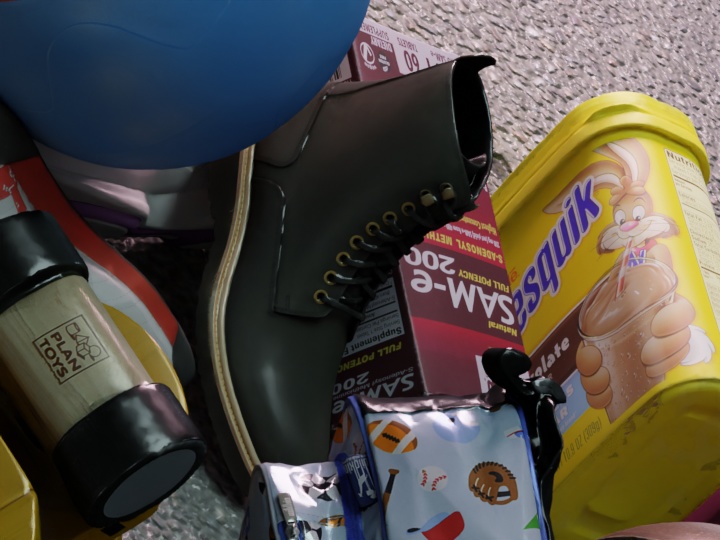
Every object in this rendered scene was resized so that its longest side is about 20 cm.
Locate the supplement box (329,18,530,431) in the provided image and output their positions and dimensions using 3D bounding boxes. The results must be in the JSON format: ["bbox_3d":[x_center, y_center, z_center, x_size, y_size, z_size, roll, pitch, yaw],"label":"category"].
[{"bbox_3d":[0.019,-0.017,1.441,0.109,0.061,0.201,15,58,-55],"label":"supplement box"}]

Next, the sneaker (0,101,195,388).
[{"bbox_3d":[-0.158,0.018,1.279,0.067,0.108,0.202,19,-27,43],"label":"sneaker"}]

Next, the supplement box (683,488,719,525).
[{"bbox_3d":[0.254,0.173,1.497,0.200,0.103,0.131,37,32,-6],"label":"supplement box"}]

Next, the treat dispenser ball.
[{"bbox_3d":[-0.092,-0.145,1.266,0.200,0.201,0.201,28,33,-20],"label":"treat dispenser ball"}]

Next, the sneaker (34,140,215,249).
[{"bbox_3d":[-0.111,-0.063,1.391,0.199,0.074,0.100,4,83,-55],"label":"sneaker"}]

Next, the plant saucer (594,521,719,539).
[{"bbox_3d":[0.188,0.175,1.341,0.200,0.200,0.037,39,64,-3],"label":"plant saucer"}]

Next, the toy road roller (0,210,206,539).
[{"bbox_3d":[-0.161,0.086,1.161,0.199,0.146,0.123,-30,69,-19],"label":"toy road roller"}]

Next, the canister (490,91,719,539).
[{"bbox_3d":[0.131,0.029,1.501,0.086,0.149,0.201,21,38,-30],"label":"canister"}]

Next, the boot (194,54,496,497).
[{"bbox_3d":[0.000,0.000,1.339,0.077,0.138,0.201,18,65,-57],"label":"boot"}]

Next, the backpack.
[{"bbox_3d":[0.025,0.164,1.180,0.153,0.201,0.191,-11,48,-13],"label":"backpack"}]
